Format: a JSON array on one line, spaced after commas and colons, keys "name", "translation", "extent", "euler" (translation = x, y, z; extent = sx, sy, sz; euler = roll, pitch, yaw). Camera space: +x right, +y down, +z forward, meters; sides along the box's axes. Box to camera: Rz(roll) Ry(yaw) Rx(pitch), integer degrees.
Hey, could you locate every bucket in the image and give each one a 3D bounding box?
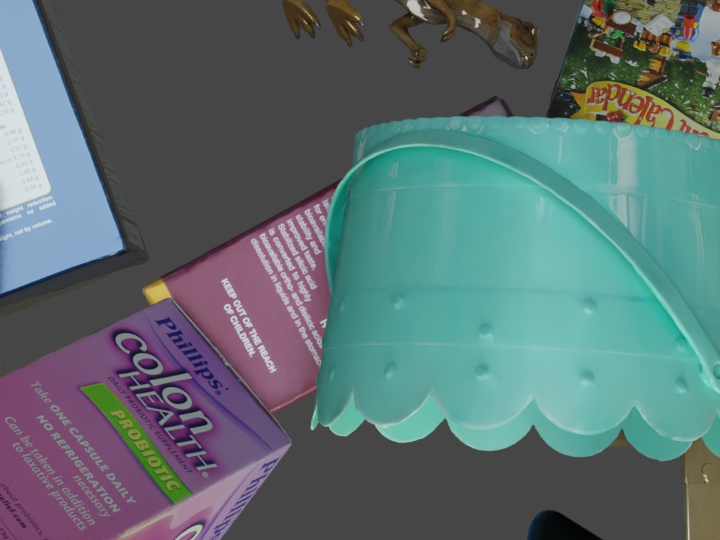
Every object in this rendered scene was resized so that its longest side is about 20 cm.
[{"name": "bucket", "translation": [0.079, 0.011, 1.247], "extent": [0.207, 0.207, 0.135], "euler": [3, 83, 0]}]

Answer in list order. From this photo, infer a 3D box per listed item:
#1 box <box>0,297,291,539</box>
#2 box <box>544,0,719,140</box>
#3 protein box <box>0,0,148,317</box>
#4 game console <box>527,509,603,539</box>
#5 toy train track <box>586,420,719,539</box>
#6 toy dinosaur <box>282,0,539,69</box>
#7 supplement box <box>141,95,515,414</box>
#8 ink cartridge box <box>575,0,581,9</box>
[{"name": "box", "translation": [-0.160, 0.129, 1.299], "extent": [0.097, 0.200, 0.176], "euler": [48, 132, 14]}, {"name": "box", "translation": [0.200, -0.091, 1.379], "extent": [0.200, 0.038, 0.137], "euler": [18, 70, 3]}, {"name": "protein box", "translation": [-0.234, -0.066, 1.383], "extent": [0.198, 0.135, 0.200], "euler": [-20, 87, -1]}, {"name": "game console", "translation": [0.166, 0.220, 1.314], "extent": [0.200, 0.171, 0.118], "euler": [33, 84, -38]}, {"name": "toy train track", "translation": [0.206, 0.077, 1.360], "extent": [0.200, 0.033, 0.115], "euler": [2, 80, -6]}, {"name": "toy dinosaur", "translation": [0.006, -0.167, 1.440], "extent": [0.106, 0.060, 0.200], "euler": [-42, 94, -27]}, {"name": "supplement box", "translation": [0.000, 0.000, 1.394], "extent": [0.200, 0.110, 0.086], "euler": [-29, 89, -2]}, {"name": "ink cartridge box", "translation": [0.157, -0.181, 1.441], "extent": [0.119, 0.042, 0.200], "euler": [-24, 85, -1]}]
